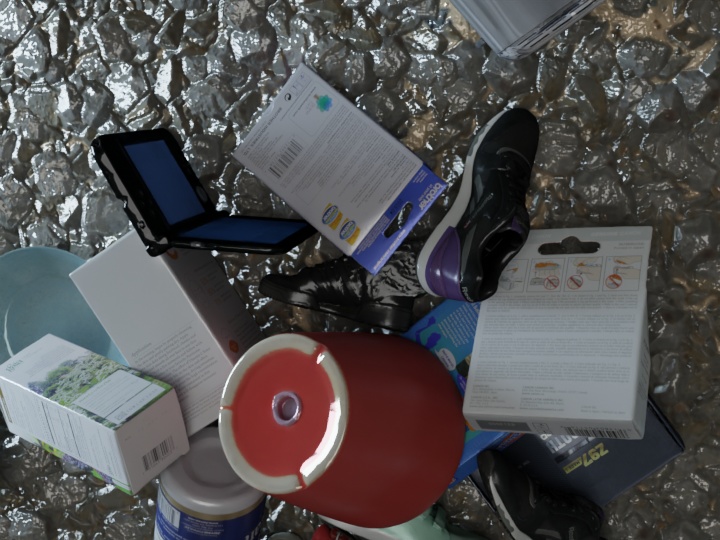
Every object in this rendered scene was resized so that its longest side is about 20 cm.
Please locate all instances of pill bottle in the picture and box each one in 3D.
[{"bbox_3d":[-0.160,0.272,1.132,0.110,0.111,0.201,16,125,6],"label":"pill bottle"}]

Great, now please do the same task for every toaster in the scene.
[{"bbox_3d":[0.169,-0.288,0.991,0.200,0.114,0.129,-33,98,29],"label":"toaster"}]

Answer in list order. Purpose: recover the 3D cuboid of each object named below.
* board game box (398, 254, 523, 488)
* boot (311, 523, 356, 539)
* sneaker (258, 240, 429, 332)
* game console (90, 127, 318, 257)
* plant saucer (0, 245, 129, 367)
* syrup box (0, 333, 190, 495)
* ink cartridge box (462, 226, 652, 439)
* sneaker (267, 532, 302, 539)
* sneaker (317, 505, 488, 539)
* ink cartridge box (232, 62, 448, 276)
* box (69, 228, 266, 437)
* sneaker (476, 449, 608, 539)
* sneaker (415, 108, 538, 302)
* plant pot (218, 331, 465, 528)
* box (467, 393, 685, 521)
[{"bbox_3d":[0.121,0.097,1.077,0.200,0.045,0.152,-39,61,14],"label":"board game box"},{"bbox_3d":[0.014,0.312,1.099,0.144,0.200,0.072,42,67,2],"label":"boot"},{"bbox_3d":[-0.001,0.000,1.109,0.199,0.060,0.105,14,88,15],"label":"sneaker"},{"bbox_3d":[-0.141,-0.080,1.043,0.116,0.200,0.176,-29,94,12],"label":"game console"},{"bbox_3d":[-0.338,0.070,1.184,0.200,0.039,0.202,2,99,9],"label":"plant saucer"},{"bbox_3d":[-0.272,0.139,1.074,0.199,0.079,0.082,15,127,36],"label":"syrup box"},{"bbox_3d":[0.191,0.055,1.013,0.159,0.047,0.201,-1,58,27],"label":"ink cartridge box"},{"bbox_3d":[-0.049,0.385,1.154,0.077,0.111,0.201,-32,94,13],"label":"sneaker"},{"bbox_3d":[0.064,0.235,1.131,0.199,0.074,0.119,21,93,-1],"label":"sneaker"},{"bbox_3d":[-0.019,-0.099,1.073,0.200,0.042,0.120,41,97,18],"label":"ink cartridge box"},{"bbox_3d":[-0.185,0.052,1.112,0.097,0.124,0.201,-32,93,14],"label":"box"},{"bbox_3d":[0.186,0.234,1.055,0.087,0.076,0.200,-30,118,7],"label":"sneaker"},{"bbox_3d":[0.137,-0.059,1.026,0.076,0.087,0.201,32,80,-36],"label":"sneaker"},{"bbox_3d":[-0.026,0.142,1.018,0.199,0.177,0.202,-8,73,29],"label":"plant pot"},{"bbox_3d":[0.204,0.171,1.107,0.200,0.051,0.158,-37,93,14],"label":"box"}]
